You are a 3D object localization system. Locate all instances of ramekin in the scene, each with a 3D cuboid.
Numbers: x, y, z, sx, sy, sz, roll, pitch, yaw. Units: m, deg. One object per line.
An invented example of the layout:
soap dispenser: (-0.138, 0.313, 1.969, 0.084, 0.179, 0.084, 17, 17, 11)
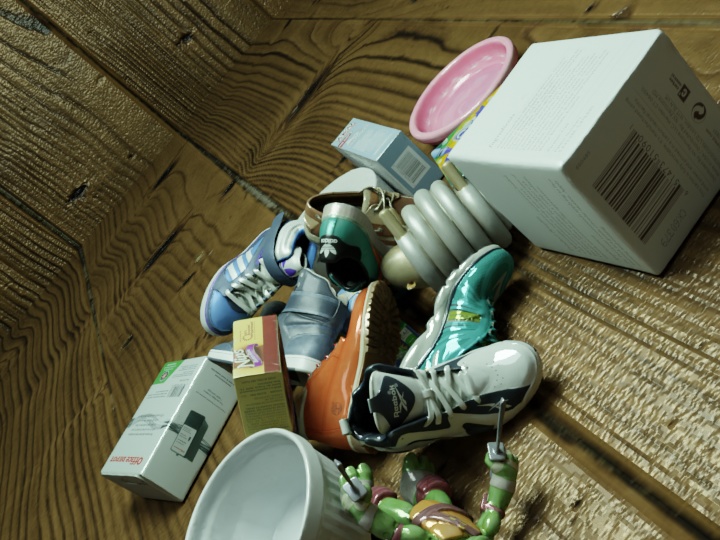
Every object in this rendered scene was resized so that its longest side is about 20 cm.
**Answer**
ramekin: (-0.081, 0.273, 0.901, 0.200, 0.105, 0.200, -34, 38, 32)

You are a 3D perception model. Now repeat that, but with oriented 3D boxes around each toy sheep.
toy sheep: (0.108, -0.049, 1.041, 0.200, 0.138, 0.138, -37, 27, 12)

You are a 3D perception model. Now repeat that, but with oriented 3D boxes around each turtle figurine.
turtle figurine: (0.056, 0.180, 0.774, 0.144, 0.200, 0.194, -40, 13, -18)

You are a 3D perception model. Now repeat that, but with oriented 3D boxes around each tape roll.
tape roll: (-0.026, -0.058, 1.340, 0.202, 0.071, 0.203, -38, 27, 24)

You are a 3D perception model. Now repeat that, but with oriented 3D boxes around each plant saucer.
plant saucer: (0.163, -0.262, 1.341, 0.200, 0.051, 0.201, -38, 28, 25)

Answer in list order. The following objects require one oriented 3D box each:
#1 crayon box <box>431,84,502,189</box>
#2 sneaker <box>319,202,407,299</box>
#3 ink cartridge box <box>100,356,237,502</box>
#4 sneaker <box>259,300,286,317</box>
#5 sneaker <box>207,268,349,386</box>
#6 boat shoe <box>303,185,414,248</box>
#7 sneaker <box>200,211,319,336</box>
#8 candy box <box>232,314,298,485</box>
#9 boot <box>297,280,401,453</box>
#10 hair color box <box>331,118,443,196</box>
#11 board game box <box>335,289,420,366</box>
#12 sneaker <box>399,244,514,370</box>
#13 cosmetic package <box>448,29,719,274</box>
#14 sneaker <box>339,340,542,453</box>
crayon box: (0.193, -0.189, 1.188, 0.200, 0.052, 0.126, -43, 26, 12)
sneaker: (0.000, 0.000, 1.090, 0.071, 0.200, 0.080, 2, 64, 30)
ink cartridge box: (-0.280, 0.237, 1.329, 0.146, 0.083, 0.200, -13, 43, 51)
sneaker: (-0.133, 0.094, 1.286, 0.074, 0.085, 0.200, -41, 26, 16)
sneaker: (-0.102, 0.073, 1.157, 0.202, 0.077, 0.146, -1, 62, 37)
boat shoe: (0.020, -0.073, 1.188, 0.200, 0.072, 0.076, -5, 53, 3)
sneaker: (-0.135, 0.009, 1.247, 0.200, 0.081, 0.146, -52, 22, -20)
candy box: (-0.102, 0.166, 1.014, 0.056, 0.200, 0.117, -8, 30, -3)
boot: (-0.017, 0.106, 1.023, 0.107, 0.075, 0.200, -3, 65, 35)
hair color box: (0.038, -0.172, 1.359, 0.061, 0.099, 0.200, -51, 25, -2)
board game box: (-0.012, 0.098, 1.142, 0.135, 0.034, 0.200, -51, 26, -2)
sneaker: (0.119, 0.067, 0.953, 0.080, 0.077, 0.200, 16, 73, 45)
cosmetic package: (0.232, -0.120, 0.895, 0.165, 0.165, 0.200, -53, 26, -8)
sneaker: (0.066, 0.120, 0.840, 0.199, 0.130, 0.080, -21, 72, 28)
